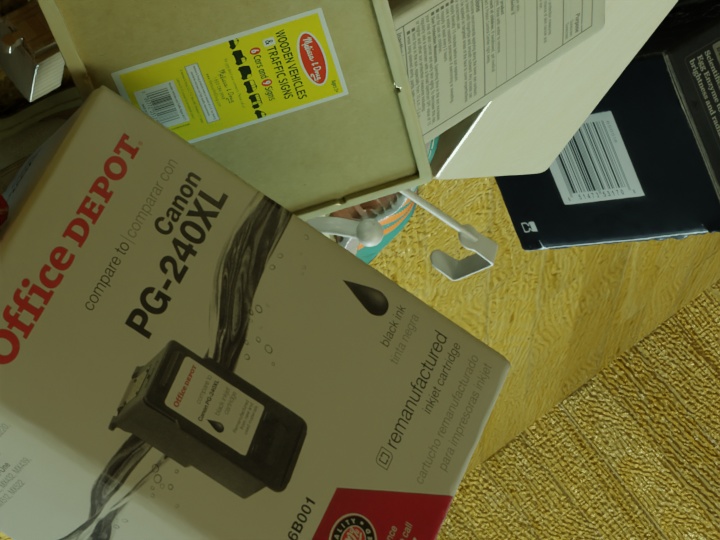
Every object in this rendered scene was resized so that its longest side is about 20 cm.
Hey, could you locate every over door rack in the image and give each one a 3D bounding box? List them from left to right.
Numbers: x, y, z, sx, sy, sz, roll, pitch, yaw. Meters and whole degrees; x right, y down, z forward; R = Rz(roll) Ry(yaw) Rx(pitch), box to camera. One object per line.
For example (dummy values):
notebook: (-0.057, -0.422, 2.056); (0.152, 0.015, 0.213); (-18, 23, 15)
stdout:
over door rack: (0.000, 0.000, 1.181); (0.067, 0.200, 0.148); (-10, -128, 38)

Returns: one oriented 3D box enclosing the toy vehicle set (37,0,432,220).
toy vehicle set: (-0.047, -0.082, 0.955); (0.124, 0.027, 0.200); (-17, 146, 0)

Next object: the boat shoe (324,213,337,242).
boat shoe: (-0.051, -0.028, 1.304); (0.066, 0.072, 0.201); (-22, 152, -13)

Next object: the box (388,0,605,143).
box: (0.015, -0.114, 1.100); (0.200, 0.078, 0.095); (-33, 144, -24)

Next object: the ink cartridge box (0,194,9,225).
ink cartridge box: (-0.242, 0.009, 0.845); (0.146, 0.083, 0.200); (-44, 167, 28)

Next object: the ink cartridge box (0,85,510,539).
ink cartridge box: (-0.064, 0.048, 0.926); (0.083, 0.200, 0.145); (-41, -161, 54)

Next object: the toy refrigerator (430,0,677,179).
toy refrigerator: (0.099, -0.132, 1.340); (0.076, 0.070, 0.200); (-5, 154, -25)

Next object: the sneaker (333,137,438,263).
sneaker: (0.001, -0.056, 1.390); (0.080, 0.071, 0.200); (-48, 175, -40)

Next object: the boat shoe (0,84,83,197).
boat shoe: (-0.139, -0.031, 1.042); (0.074, 0.066, 0.200); (-46, 166, 32)

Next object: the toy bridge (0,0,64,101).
toy bridge: (-0.062, -0.134, 0.983); (0.200, 0.027, 0.067); (-32, 164, -26)

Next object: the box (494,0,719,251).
box: (0.205, -0.108, 1.482); (0.200, 0.118, 0.197); (-30, -166, -32)
